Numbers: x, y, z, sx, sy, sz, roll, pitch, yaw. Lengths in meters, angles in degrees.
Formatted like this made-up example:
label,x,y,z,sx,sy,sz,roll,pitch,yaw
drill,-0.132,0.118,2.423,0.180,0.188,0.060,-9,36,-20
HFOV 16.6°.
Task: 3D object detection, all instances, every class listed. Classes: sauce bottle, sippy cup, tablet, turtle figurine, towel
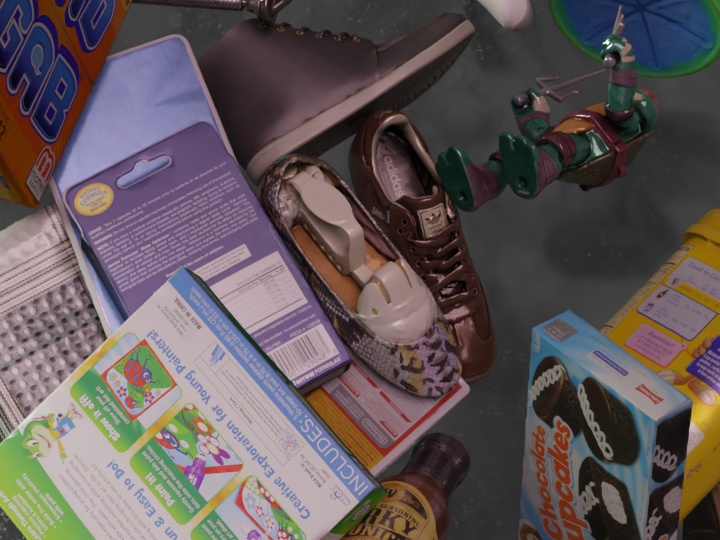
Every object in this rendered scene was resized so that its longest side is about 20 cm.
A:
label,x,y,z,sx,sy,sz,roll,pitch,yaw
sauce bottle,0.019,0.179,1.629,0.064,0.065,0.200,32,38,3
sippy cup,0.218,-0.233,1.800,0.178,0.139,0.131,39,55,-29
tablet,-0.147,-0.058,1.710,0.129,0.014,0.201,-19,76,-12
turtle figurine,0.152,-0.104,1.728,0.199,0.150,0.101,-32,85,-39
towel,-0.175,0.039,1.700,0.199,0.035,0.193,-26,78,-16

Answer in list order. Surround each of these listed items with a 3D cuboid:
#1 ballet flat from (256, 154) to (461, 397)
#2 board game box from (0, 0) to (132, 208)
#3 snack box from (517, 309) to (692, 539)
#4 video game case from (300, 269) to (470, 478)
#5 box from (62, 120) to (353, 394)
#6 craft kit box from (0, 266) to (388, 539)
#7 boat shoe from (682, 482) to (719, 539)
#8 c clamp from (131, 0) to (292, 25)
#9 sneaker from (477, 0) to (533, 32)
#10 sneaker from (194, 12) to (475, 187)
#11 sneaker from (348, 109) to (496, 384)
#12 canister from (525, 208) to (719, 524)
label,x,y,z,sx,sy,sz,roll,pitch,yaw
ballet flat,0.000,0.000,1.677,0.072,0.072,0.201,-36,78,-17
board game box,-0.290,-0.194,1.644,0.198,0.200,0.201,16,69,17
snack box,0.157,0.137,1.614,0.037,0.201,0.116,-26,45,-30
video game case,-0.042,0.093,1.679,0.200,0.017,0.143,-40,80,-22
box,-0.106,0.008,1.670,0.121,0.032,0.201,-28,78,-14
craft kit box,-0.118,0.138,1.595,0.197,0.049,0.200,-42,74,1
boat shoe,0.273,0.238,1.687,0.067,0.072,0.202,-8,81,-17
c clamp,-0.123,-0.212,1.764,0.198,0.027,0.172,1,53,13
sneaker,0.052,-0.245,1.812,0.080,0.070,0.201,-36,74,-8
sneaker,-0.020,-0.155,1.763,0.199,0.075,0.107,-31,79,-15
sneaker,0.042,-0.018,1.726,0.070,0.076,0.201,-21,77,-14
canister,0.228,0.068,1.697,0.200,0.087,0.148,-44,44,-15
